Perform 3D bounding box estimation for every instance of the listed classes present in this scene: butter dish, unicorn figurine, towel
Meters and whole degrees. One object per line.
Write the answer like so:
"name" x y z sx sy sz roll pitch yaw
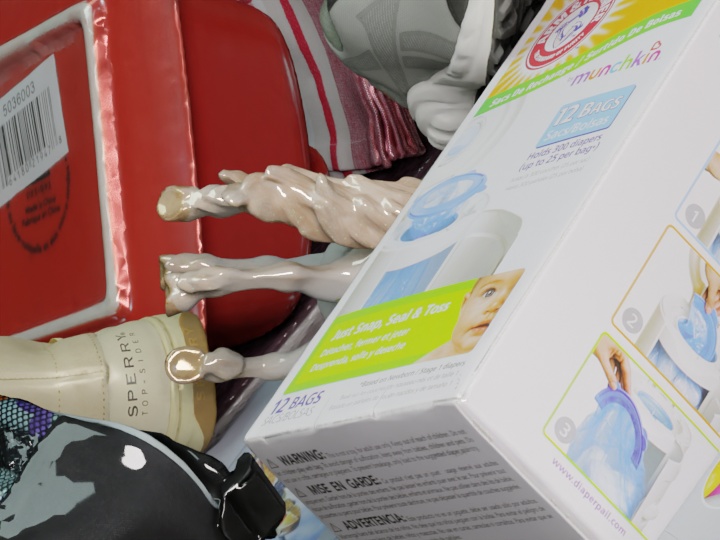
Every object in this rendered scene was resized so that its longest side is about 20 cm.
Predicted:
"butter dish" -0.080 -0.034 1.182 0.200 0.147 0.200 -19 75 54
"unicorn figurine" 0.000 0.000 0.936 0.137 0.074 0.200 -5 2 -5
"towel" -0.054 -0.103 1.257 0.023 0.145 0.200 -26 7 -30

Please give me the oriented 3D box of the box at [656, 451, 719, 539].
"box" 0.120 0.094 0.623 0.156 0.041 0.200 -52 21 -21

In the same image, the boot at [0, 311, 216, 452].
"boot" -0.157 0.073 1.047 0.200 0.155 0.073 -41 57 57

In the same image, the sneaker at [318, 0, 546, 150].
"sneaker" 0.025 -0.100 0.921 0.074 0.079 0.200 -60 -1 -19

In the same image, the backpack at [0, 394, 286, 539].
"backpack" -0.102 0.116 0.810 0.151 0.178 0.200 -47 31 -15

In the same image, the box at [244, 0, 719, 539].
"box" 0.077 0.003 0.811 0.112 0.101 0.200 -15 34 55

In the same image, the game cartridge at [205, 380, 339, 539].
"game cartridge" -0.018 0.090 0.935 0.133 0.042 0.200 -49 18 -24
